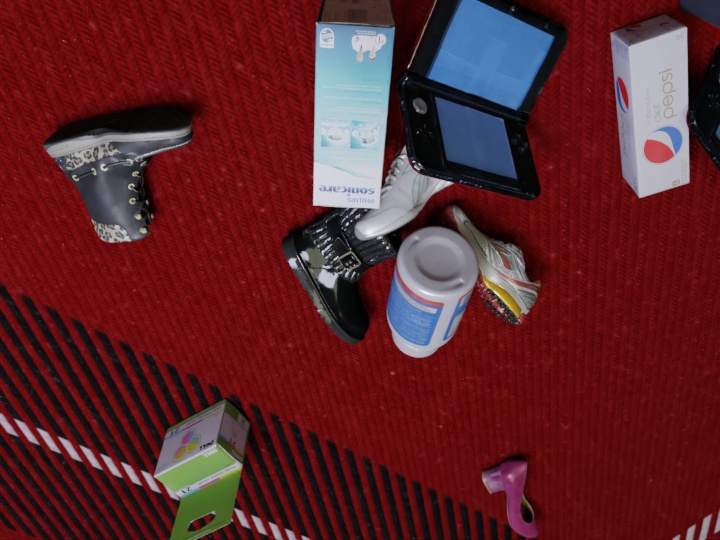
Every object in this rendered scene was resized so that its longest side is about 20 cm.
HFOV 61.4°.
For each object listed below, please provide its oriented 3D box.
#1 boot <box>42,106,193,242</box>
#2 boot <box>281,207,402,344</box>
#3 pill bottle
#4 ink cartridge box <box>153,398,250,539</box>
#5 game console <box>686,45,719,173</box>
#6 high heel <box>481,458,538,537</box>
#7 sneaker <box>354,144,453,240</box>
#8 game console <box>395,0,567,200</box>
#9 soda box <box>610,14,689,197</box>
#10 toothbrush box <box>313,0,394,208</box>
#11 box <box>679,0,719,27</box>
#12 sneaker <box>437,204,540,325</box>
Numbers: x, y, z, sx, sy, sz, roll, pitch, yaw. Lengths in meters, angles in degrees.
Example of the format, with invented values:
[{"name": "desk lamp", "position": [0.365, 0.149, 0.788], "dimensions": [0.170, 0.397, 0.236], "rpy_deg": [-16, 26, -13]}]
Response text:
[{"name": "boot", "position": [-0.292, -0.122, 0.794], "dimensions": [0.197, 0.074, 0.157], "rpy_deg": [-5, 126, 11]}, {"name": "boot", "position": [0.000, 0.001, 0.872], "dimensions": [0.155, 0.080, 0.213], "rpy_deg": [-25, 120, 15]}, {"name": "pill bottle", "position": [0.094, 0.041, 0.856], "dimensions": [0.109, 0.115, 0.202], "rpy_deg": [4, 146, -3]}, {"name": "ink cartridge box", "position": [-0.274, 0.340, 1.021], "dimensions": [0.145, 0.202, 0.076], "rpy_deg": [-29, 120, 18]}, {"name": "game console", "position": [0.512, -0.187, 0.722], "dimensions": [0.199, 0.118, 0.175], "rpy_deg": [39, 74, -23]}, {"name": "high heel", "position": [0.322, 0.443, 1.176], "dimensions": [0.095, 0.068, 0.202], "rpy_deg": [-26, 108, 29]}, {"name": "sneaker", "position": [0.060, -0.115, 0.773], "dimensions": [0.199, 0.070, 0.081], "rpy_deg": [-41, 105, -17]}, {"name": "game console", "position": [0.150, -0.194, 0.681], "dimensions": [0.195, 0.177, 0.118], "rpy_deg": [7, 153, -31]}, {"name": "soda box", "position": [0.361, -0.199, 0.752], "dimensions": [0.066, 0.064, 0.203], "rpy_deg": [-15, 123, 10]}, {"name": "toothbrush box", "position": [-0.010, -0.197, 0.701], "dimensions": [0.083, 0.148, 0.204], "rpy_deg": [2, 125, -1]}, {"name": "box", "position": [0.441, -0.343, 0.606], "dimensions": [0.196, 0.150, 0.108], "rpy_deg": [-25, 121, 15]}, {"name": "sneaker", "position": [0.185, -0.018, 0.874], "dimensions": [0.082, 0.078, 0.201], "rpy_deg": [-46, 108, -13]}]
